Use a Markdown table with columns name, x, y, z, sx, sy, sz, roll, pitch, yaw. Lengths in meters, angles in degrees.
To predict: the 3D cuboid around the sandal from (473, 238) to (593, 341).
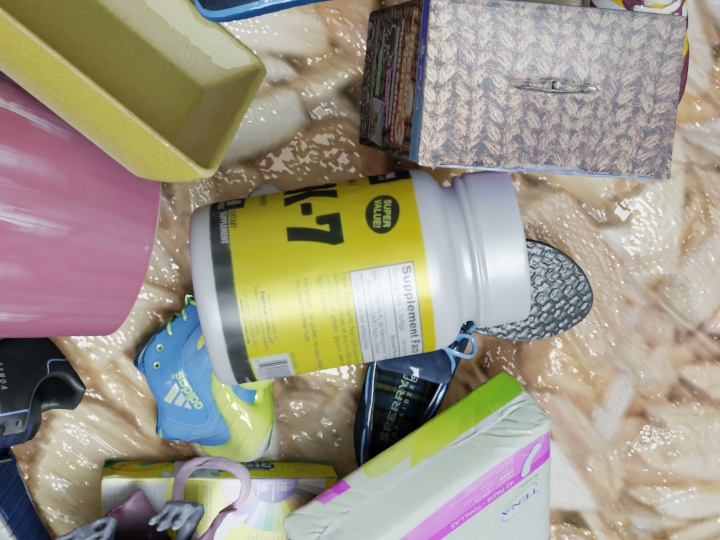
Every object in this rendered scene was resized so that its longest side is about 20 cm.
| name | x | y | z | sx | sy | sz | roll | pitch | yaw |
| --- | --- | --- | --- | --- | --- | --- | --- | --- | --- |
| sandal | 0.071 | 0.011 | 0.880 | 0.197 | 0.048 | 0.076 | -1 | 106 | 3 |

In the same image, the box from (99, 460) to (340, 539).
| name | x | y | z | sx | sy | sz | roll | pitch | yaw |
| --- | --- | --- | --- | --- | --- | --- | --- | --- | --- |
| box | -0.092 | 0.201 | 0.878 | 0.197 | 0.048 | 0.119 | 3 | 98 | -8 |

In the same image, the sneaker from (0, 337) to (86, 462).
| name | x | y | z | sx | sy | sz | roll | pitch | yaw |
| --- | --- | --- | --- | --- | --- | --- | --- | --- | --- |
| sneaker | -0.258 | 0.095 | 0.757 | 0.078 | 0.200 | 0.070 | 38 | 126 | 9 |

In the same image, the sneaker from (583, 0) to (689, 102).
| name | x | y | z | sx | sy | sz | roll | pitch | yaw |
| --- | --- | --- | --- | --- | --- | --- | --- | --- | --- |
| sneaker | 0.201 | -0.205 | 0.842 | 0.074 | 0.090 | 0.203 | -15 | 101 | -7 |

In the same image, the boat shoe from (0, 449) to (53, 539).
| name | x | y | z | sx | sy | sz | roll | pitch | yaw |
| --- | --- | --- | --- | --- | --- | --- | --- | --- | --- |
| boat shoe | -0.268 | 0.182 | 0.830 | 0.072 | 0.072 | 0.202 | -24 | 97 | 5 |

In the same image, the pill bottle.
| name | x | y | z | sx | sy | sz | roll | pitch | yaw |
| --- | --- | --- | --- | --- | --- | --- | --- | --- | --- |
| pill bottle | 0.000 | 0.000 | 0.742 | 0.197 | 0.114 | 0.116 | -10 | 101 | -1 |

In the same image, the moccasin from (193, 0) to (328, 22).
| name | x | y | z | sx | sy | sz | roll | pitch | yaw |
| --- | --- | --- | --- | --- | --- | --- | --- | --- | --- |
| moccasin | -0.020 | -0.222 | 0.806 | 0.197 | 0.080 | 0.069 | -14 | 97 | -9 |

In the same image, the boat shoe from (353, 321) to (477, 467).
| name | x | y | z | sx | sy | sz | roll | pitch | yaw |
| --- | --- | --- | --- | --- | --- | --- | --- | --- | --- |
| boat shoe | 0.045 | 0.062 | 0.835 | 0.083 | 0.069 | 0.203 | 10 | 108 | 1 |

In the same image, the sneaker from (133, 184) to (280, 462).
| name | x | y | z | sx | sy | sz | roll | pitch | yaw |
| --- | --- | --- | --- | --- | --- | --- | --- | --- | --- |
| sneaker | -0.105 | 0.037 | 0.834 | 0.104 | 0.076 | 0.203 | 5 | 99 | -10 |

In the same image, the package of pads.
| name | x | y | z | sx | sy | sz | roll | pitch | yaw |
| --- | --- | --- | --- | --- | --- | --- | --- | --- | --- |
| package of pads | 0.048 | 0.185 | 0.836 | 0.199 | 0.068 | 0.156 | -30 | 137 | -22 |

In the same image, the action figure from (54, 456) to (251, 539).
| name | x | y | z | sx | sy | sz | roll | pitch | yaw |
| --- | --- | --- | --- | --- | --- | --- | --- | --- | --- |
| action figure | -0.133 | 0.247 | 0.824 | 0.149 | 0.133 | 0.202 | -44 | 125 | -43 |

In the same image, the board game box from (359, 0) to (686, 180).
| name | x | y | z | sx | sy | sz | roll | pitch | yaw |
| --- | --- | --- | --- | --- | --- | --- | --- | --- | --- |
| board game box | 0.095 | -0.120 | 0.781 | 0.157 | 0.200 | 0.098 | 2 | 99 | -11 |

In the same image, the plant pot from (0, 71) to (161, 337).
| name | x | y | z | sx | sy | sz | roll | pitch | yaw |
| --- | --- | --- | --- | --- | --- | --- | --- | --- | --- |
| plant pot | -0.230 | -0.039 | 0.750 | 0.177 | 0.200 | 0.202 | 15 | 97 | -27 |

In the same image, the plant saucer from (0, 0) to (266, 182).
| name | x | y | z | sx | sy | sz | roll | pitch | yaw |
| --- | --- | --- | --- | --- | --- | --- | --- | --- | --- |
| plant saucer | -0.164 | -0.144 | 0.748 | 0.199 | 0.201 | 0.048 | 39 | 116 | -14 |
